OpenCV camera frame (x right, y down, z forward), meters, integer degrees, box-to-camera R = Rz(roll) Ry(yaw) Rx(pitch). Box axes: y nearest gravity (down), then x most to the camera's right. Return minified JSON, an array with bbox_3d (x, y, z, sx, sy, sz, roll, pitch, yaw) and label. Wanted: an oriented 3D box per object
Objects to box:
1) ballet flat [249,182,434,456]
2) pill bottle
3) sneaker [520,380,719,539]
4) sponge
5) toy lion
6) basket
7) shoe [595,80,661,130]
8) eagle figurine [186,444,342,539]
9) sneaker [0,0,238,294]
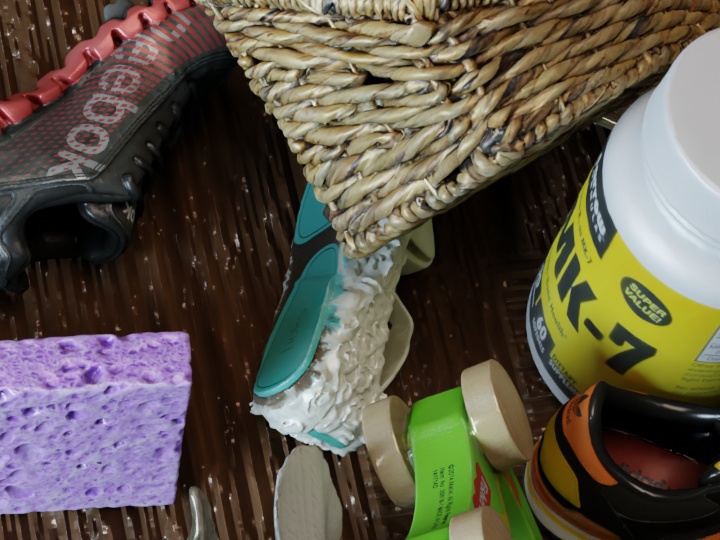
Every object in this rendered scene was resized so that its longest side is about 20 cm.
[{"bbox_3d":[0.000,0.000,1.081,0.071,0.072,0.201,18,56,-1],"label":"ballet flat"},{"bbox_3d":[0.149,-0.014,1.031,0.113,0.200,0.115,5,60,-9],"label":"pill bottle"},{"bbox_3d":[0.173,0.106,1.032,0.199,0.090,0.070,20,59,0],"label":"sneaker"},{"bbox_3d":[-0.170,0.068,0.972,0.198,0.112,0.030,-2,59,-12],"label":"sponge"},{"bbox_3d":[0.061,0.162,0.951,0.068,0.193,0.200,-21,21,14],"label":"toy lion"},{"bbox_3d":[0.053,-0.121,1.035,0.200,0.142,0.150,-29,88,-45],"label":"basket"},{"bbox_3d":[0.092,-0.117,1.171,0.199,0.053,0.070,30,102,9],"label":"shoe"},{"bbox_3d":[-0.017,0.188,0.932,0.200,0.152,0.151,37,49,23],"label":"eagle figurine"},{"bbox_3d":[-0.116,-0.059,1.081,0.200,0.071,0.098,-35,72,-24],"label":"sneaker"}]
